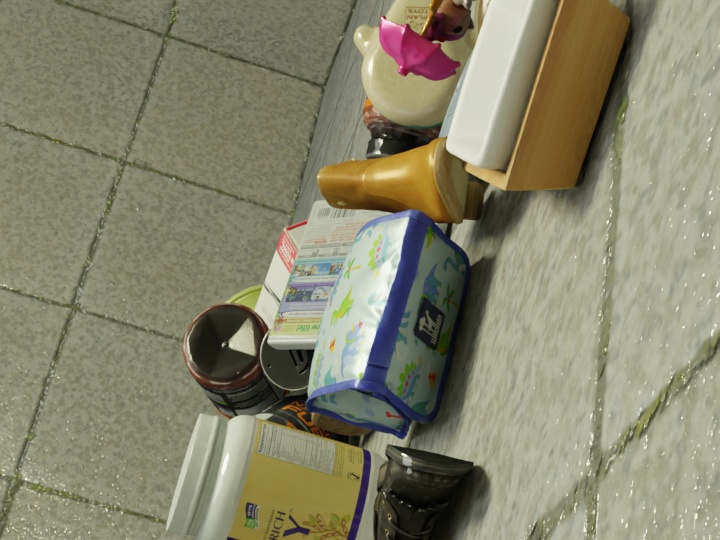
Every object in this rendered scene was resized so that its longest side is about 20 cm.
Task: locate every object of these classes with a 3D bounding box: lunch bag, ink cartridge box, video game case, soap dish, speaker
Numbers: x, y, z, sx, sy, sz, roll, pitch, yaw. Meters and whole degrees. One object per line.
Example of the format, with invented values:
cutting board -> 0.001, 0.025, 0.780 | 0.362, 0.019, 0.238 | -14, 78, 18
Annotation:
lunch bag -> 0.025, 0.051, 1.283 | 0.200, 0.126, 0.171 | 96, -172, -74
ink cartridge box -> -0.041, 0.012, 1.776 | 0.085, 0.144, 0.200 | 56, 149, 21
video game case -> 0.000, 0.000, 1.515 | 0.199, 0.022, 0.183 | -3, 60, 41
soap dish -> 0.132, -0.141, 1.070 | 0.200, 0.081, 0.158 | -119, 46, -80
speaker -> -0.047, 0.092, 1.657 | 0.200, 0.081, 0.082 | -7, -65, -72

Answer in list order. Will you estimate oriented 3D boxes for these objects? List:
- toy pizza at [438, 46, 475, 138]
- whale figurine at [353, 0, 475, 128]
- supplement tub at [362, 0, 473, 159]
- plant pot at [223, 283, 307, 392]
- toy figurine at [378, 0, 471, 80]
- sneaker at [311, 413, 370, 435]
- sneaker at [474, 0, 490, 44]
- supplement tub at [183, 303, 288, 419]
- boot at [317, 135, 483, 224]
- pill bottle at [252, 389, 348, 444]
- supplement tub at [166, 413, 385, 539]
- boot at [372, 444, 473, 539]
toy pizza -> 0.121, -0.164, 1.401 | 0.200, 0.032, 0.202 | -160, 90, -81
whale figurine -> 0.073, -0.259, 1.579 | 0.104, 0.158, 0.202 | 22, -109, -74
supplement tub -> 0.064, -0.220, 1.683 | 0.107, 0.106, 0.201 | 144, 142, -79
plant pot -> -0.117, 0.150, 2.023 | 0.185, 0.199, 0.201 | -111, 36, -59
toy figurine -> 0.092, -0.280, 1.391 | 0.200, 0.150, 0.185 | -35, -22, -52
sneaker -> 0.002, 0.107, 1.561 | 0.200, 0.070, 0.109 | 124, 160, -58
sneaker -> 0.154, -0.265, 1.236 | 0.076, 0.070, 0.201 | -106, 31, -68
supplement tub -> -0.145, 0.123, 1.718 | 0.200, 0.106, 0.108 | 72, -150, -66
boot -> 0.028, -0.078, 1.260 | 0.201, 0.143, 0.071 | 34, -118, -75
pill bottle -> -0.082, 0.205, 1.653 | 0.200, 0.106, 0.107 | -29, -37, -59
supplement tub -> -0.085, 0.231, 1.422 | 0.145, 0.199, 0.146 | -164, 90, -83
boot -> 0.034, 0.233, 1.084 | 0.200, 0.069, 0.175 | 104, 178, -73
